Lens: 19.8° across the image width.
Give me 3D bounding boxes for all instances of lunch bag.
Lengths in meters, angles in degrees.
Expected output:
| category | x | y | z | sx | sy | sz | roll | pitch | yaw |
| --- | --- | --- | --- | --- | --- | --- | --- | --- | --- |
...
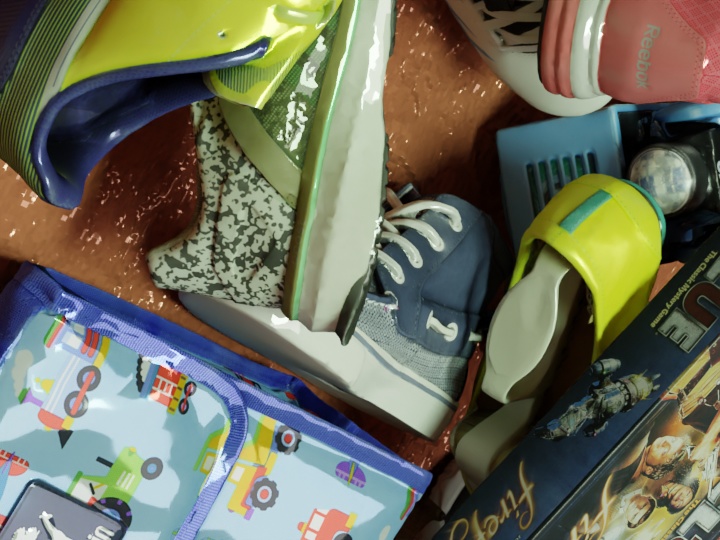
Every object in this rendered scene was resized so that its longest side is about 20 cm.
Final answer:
| category | x | y | z | sx | sy | sz | roll | pitch | yaw |
| --- | --- | --- | --- | --- | --- | --- | --- | --- | --- |
| lunch bag | -0.095 | 0.090 | 0.719 | 0.200 | 0.094 | 0.151 | 29 | 91 | -47 |

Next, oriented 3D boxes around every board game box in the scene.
| category | x | y | z | sx | sy | sz | roll | pitch | yaw |
| --- | --- | --- | --- | --- | --- | --- | --- | --- | --- |
| board game box | 0.118 | 0.078 | 0.840 | 0.200 | 0.035 | 0.135 | -47 | 146 | 1 |

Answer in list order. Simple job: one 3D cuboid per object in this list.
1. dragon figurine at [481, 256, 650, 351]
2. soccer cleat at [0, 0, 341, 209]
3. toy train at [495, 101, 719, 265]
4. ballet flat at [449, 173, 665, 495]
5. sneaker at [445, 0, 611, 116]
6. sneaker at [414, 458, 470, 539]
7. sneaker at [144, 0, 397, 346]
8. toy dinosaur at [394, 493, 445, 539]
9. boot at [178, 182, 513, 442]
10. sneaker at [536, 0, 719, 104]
| category | x | y | z | sx | sy | sz | roll | pitch | yaw |
| --- | --- | --- | --- | --- | --- | --- | --- | --- | --- |
| dragon figurine | 0.113 | 0.033 | 0.941 | 0.200 | 0.099 | 0.059 | -7 | 120 | -53 |
| soccer cleat | -0.024 | -0.089 | 0.592 | 0.200 | 0.084 | 0.065 | -32 | 155 | 8 |
| toy train | 0.145 | -0.041 | 0.914 | 0.200 | 0.114 | 0.087 | -11 | 93 | -60 |
| ballet flat | 0.069 | 0.050 | 0.843 | 0.067 | 0.067 | 0.200 | -31 | 145 | -45 |
| sneaker | 0.048 | -0.116 | 0.744 | 0.200 | 0.072 | 0.073 | 59 | 36 | -48 |
| sneaker | 0.108 | 0.112 | 1.011 | 0.200 | 0.088 | 0.076 | -28 | 138 | -40 |
| sneaker | -0.034 | -0.077 | 0.664 | 0.077 | 0.088 | 0.201 | -176 | -91 | -86 |
| toy dinosaur | -0.015 | 0.128 | 0.894 | 0.106 | 0.060 | 0.200 | -46 | 160 | -2 |
| boot | 0.000 | 0.000 | 0.792 | 0.091 | 0.073 | 0.200 | -65 | 158 | -6 |
| sneaker | 0.145 | -0.097 | 0.766 | 0.200 | 0.087 | 0.074 | -33 | 136 | -48 |
